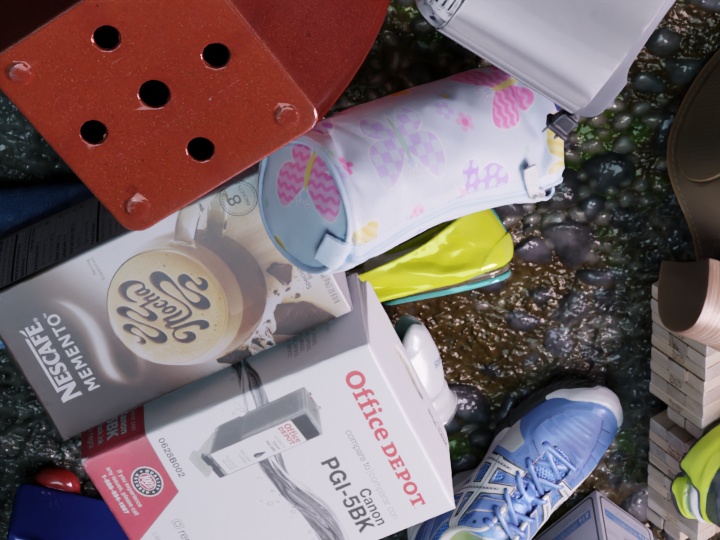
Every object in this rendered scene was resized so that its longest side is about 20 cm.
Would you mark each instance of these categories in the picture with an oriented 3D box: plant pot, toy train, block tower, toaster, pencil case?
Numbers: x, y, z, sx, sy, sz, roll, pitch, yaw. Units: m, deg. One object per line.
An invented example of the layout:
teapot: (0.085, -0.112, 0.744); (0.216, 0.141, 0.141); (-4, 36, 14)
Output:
plant pot: (-0.111, -0.142, 1.252); (0.199, 0.177, 0.200); (-29, 121, 18)
toy train: (-0.157, 0.220, 1.565); (0.199, 0.085, 0.116); (14, 134, -11)
block tower: (0.231, 0.092, 1.484); (0.058, 0.054, 0.201); (-27, 131, -27)
toaster: (0.116, -0.184, 1.268); (0.129, 0.114, 0.200); (27, 119, -14)
pencil case: (0.032, -0.060, 1.306); (0.083, 0.199, 0.091); (-36, 77, 48)

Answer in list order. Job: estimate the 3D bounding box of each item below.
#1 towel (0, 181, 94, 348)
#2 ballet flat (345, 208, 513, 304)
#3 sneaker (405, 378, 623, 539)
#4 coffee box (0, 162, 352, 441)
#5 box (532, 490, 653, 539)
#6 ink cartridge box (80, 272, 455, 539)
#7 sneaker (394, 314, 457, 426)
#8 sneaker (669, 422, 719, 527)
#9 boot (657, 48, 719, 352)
towel: (-0.176, -0.007, 1.423); (0.199, 0.049, 0.112); (-6, 124, 3)
ballet flat: (0.000, 0.000, 1.430); (0.199, 0.067, 0.067); (-19, 102, 8)
sneaker: (0.111, 0.155, 1.523); (0.076, 0.077, 0.200); (32, 117, -19)
coffee box: (-0.120, 0.005, 1.356); (0.199, 0.080, 0.113); (-25, 117, 7)
box: (0.153, 0.262, 1.522); (0.060, 0.201, 0.117); (37, 118, -24)
ink cartridge box: (-0.057, 0.113, 1.400); (0.199, 0.083, 0.147); (-23, 120, 9)
sneaker: (-0.038, 0.078, 1.480); (0.199, 0.075, 0.088); (-13, 116, -2)
sneaker: (0.300, 0.108, 1.455); (0.200, 0.081, 0.074); (-44, 137, -11)
boot: (0.264, -0.040, 1.391); (0.154, 0.074, 0.201); (12, 92, -39)
